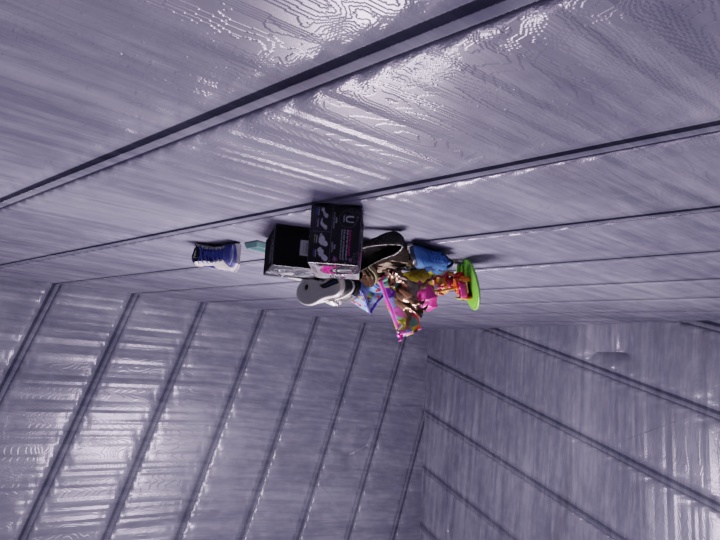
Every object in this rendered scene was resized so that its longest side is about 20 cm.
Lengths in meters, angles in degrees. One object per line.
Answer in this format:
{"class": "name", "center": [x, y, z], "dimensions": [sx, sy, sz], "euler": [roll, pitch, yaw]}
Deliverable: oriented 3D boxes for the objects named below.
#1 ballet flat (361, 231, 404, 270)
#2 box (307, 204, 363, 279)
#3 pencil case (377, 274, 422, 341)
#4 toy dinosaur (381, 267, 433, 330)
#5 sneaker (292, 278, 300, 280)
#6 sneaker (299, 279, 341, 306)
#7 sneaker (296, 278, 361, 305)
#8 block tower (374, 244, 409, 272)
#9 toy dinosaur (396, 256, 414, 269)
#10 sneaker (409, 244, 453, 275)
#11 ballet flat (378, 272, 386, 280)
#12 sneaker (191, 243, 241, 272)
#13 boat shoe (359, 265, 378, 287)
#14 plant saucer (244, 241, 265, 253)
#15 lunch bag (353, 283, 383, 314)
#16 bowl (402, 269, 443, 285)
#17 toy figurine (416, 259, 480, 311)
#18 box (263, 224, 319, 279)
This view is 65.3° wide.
{"class": "ballet flat", "center": [0.017, -0.037, 1.382], "dimensions": [0.199, 0.067, 0.057], "euler": [-29, -156, 13]}
{"class": "box", "center": [-0.051, -0.057, 1.274], "dimensions": [0.113, 0.134, 0.200], "euler": [3, 170, 2]}
{"class": "pencil case", "center": [0.117, 0.102, 1.674], "dimensions": [0.087, 0.202, 0.088], "euler": [-19, 172, -3]}
{"class": "toy dinosaur", "center": [0.122, 0.065, 1.563], "dimensions": [0.134, 0.086, 0.202], "euler": [16, 129, 16]}
{"class": "sneaker", "center": [-0.230, -0.003, 1.806], "dimensions": [0.084, 0.074, 0.199], "euler": [5, 172, -34]}
{"class": "sneaker", "center": [-0.072, 0.048, 1.673], "dimensions": [0.198, 0.080, 0.129], "euler": [-25, 139, 32]}
{"class": "sneaker", "center": [-0.078, 0.062, 1.533], "dimensions": [0.111, 0.074, 0.199], "euler": [12, 165, -42]}
{"class": "block tower", "center": [0.070, -0.035, 1.581], "dimensions": [0.057, 0.055, 0.200], "euler": [9, 169, -22]}
{"class": "toy dinosaur", "center": [0.119, -0.021, 1.676], "dimensions": [0.087, 0.048, 0.200], "euler": [0, 175, -20]}
{"class": "sneaker", "center": [0.196, -0.035, 1.530], "dimensions": [0.078, 0.067, 0.200], "euler": [-16, 162, 25]}
{"class": "ballet flat", "center": [0.071, 0.004, 1.775], "dimensions": [0.071, 0.069, 0.200], "euler": [-6, 171, 3]}
{"class": "sneaker", "center": [-0.439, -0.038, 1.679], "dimensions": [0.114, 0.082, 0.199], "euler": [8, 171, -33]}
{"class": "boat shoe", "center": [-0.005, -0.003, 1.559], "dimensions": [0.074, 0.075, 0.203], "euler": [29, 158, 27]}
{"class": "plant saucer", "center": [-0.248, -0.057, 1.683], "dimensions": [0.069, 0.019, 0.199], "euler": [-6, 165, 44]}
{"class": "lunch bag", "center": [-0.028, 0.024, 1.743], "dimensions": [0.150, 0.094, 0.200], "euler": [30, 165, 37]}
{"class": "bowl", "center": [0.190, 0.063, 1.808], "dimensions": [0.198, 0.109, 0.200], "euler": [-10, 171, -2]}
{"class": "toy figurine", "center": [0.235, 0.051, 1.663], "dimensions": [0.182, 0.152, 0.200], "euler": [-11, -164, -5]}
{"class": "box", "center": [-0.147, -0.040, 1.491], "dimensions": [0.198, 0.105, 0.182], "euler": [6, 171, -15]}
